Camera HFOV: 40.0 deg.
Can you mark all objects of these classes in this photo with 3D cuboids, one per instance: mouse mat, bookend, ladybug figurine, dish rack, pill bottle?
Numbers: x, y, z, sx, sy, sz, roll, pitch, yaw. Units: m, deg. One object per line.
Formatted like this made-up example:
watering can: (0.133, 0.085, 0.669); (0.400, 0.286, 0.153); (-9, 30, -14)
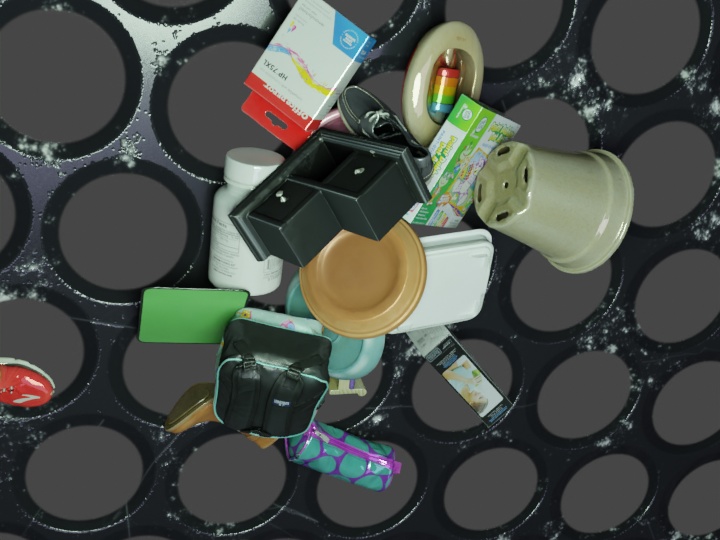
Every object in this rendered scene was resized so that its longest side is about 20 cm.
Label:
mouse mat: (-0.259, 0.071, 1.513); (0.159, 0.008, 0.200); (2, 151, -15)
bookend: (-0.044, -0.089, 1.364); (0.200, 0.198, 0.093); (-45, 127, -19)
ladybug figurine: (0.115, -0.273, 1.479); (0.135, 0.072, 0.202); (4, 106, -35)
dish rack: (0.120, 0.025, 1.557); (0.198, 0.044, 0.173); (-9, 126, -23)
pill bottle: (-0.166, -0.075, 1.479); (0.113, 0.115, 0.202); (1, 114, -16)

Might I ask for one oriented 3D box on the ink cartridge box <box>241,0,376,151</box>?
ink cartridge box: (-0.082, -0.281, 1.410); (0.116, 0.067, 0.201); (36, 102, 2)

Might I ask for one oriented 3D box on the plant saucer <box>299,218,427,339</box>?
plant saucer: (0.000, 0.000, 1.475); (0.198, 0.037, 0.203); (-2, 81, 14)

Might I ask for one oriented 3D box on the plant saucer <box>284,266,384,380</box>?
plant saucer: (-0.049, 0.082, 1.553); (0.027, 0.199, 0.202); (-25, 128, -48)

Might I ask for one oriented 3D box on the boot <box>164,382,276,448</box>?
boot: (-0.210, 0.241, 1.644); (0.199, 0.077, 0.156); (-39, 119, -7)

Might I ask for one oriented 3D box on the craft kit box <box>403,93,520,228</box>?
craft kit box: (0.149, -0.159, 1.501); (0.199, 0.048, 0.200); (-61, 158, 14)

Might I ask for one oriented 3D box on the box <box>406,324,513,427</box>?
box: (0.167, 0.163, 1.685); (0.060, 0.117, 0.200); (-40, 117, 3)

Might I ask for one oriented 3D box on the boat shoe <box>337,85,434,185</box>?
boat shoe: (0.038, -0.205, 1.407); (0.072, 0.201, 0.063); (-30, 156, -20)

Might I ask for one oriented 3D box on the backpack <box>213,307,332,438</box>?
backpack: (-0.138, 0.162, 1.513); (0.174, 0.154, 0.201); (9, 133, -7)

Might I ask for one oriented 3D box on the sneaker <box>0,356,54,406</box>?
sneaker: (-0.566, 0.175, 1.500); (0.198, 0.085, 0.078); (18, 109, -22)

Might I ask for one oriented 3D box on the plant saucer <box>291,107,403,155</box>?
plant saucer: (-0.014, -0.160, 1.519); (0.198, 0.051, 0.203); (-7, 117, -13)

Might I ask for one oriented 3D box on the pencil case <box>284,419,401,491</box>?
pencil case: (-0.034, 0.317, 1.714); (0.199, 0.086, 0.092); (25, 149, -26)

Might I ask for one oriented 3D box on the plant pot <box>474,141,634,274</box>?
plant pot: (0.283, -0.111, 1.520); (0.182, 0.201, 0.202); (13, 111, -34)

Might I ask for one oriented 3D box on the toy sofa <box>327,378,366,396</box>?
toy sofa: (-0.007, 0.100, 1.624); (0.096, 0.083, 0.202); (-1, 114, -14)
